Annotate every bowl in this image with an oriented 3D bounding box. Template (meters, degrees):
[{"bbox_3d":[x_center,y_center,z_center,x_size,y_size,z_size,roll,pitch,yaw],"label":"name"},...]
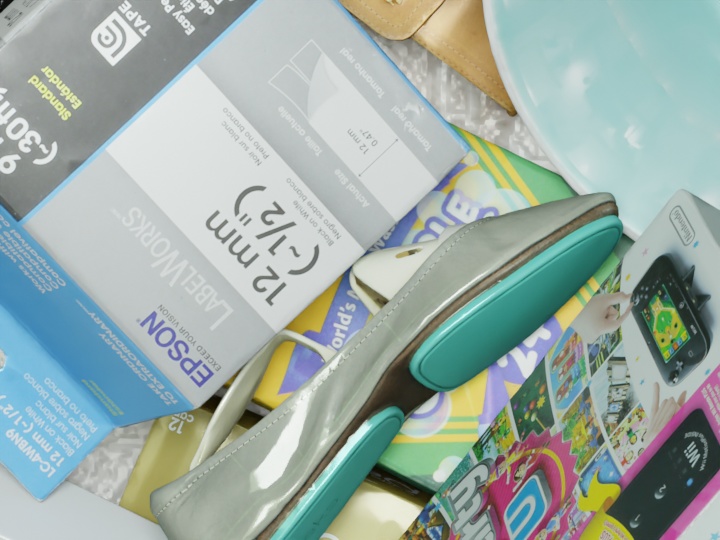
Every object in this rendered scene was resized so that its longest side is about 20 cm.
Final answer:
[{"bbox_3d":[0.154,-0.098,1.001,0.201,0.105,0.201,20,134,22],"label":"bowl"}]

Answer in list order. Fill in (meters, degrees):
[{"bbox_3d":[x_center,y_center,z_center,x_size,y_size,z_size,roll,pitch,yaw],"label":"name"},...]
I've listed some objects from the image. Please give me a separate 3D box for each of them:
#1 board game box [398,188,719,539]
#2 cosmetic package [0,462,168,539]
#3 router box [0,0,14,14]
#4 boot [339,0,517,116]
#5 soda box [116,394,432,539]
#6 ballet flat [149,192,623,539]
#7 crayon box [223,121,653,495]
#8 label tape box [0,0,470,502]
[{"bbox_3d":[0.085,0.093,0.963,0.064,0.148,0.200,30,109,-22],"label":"board game box"},{"bbox_3d":[-0.090,0.168,1.091,0.200,0.052,0.151,25,121,7],"label":"cosmetic package"},{"bbox_3d":[-0.108,-0.181,1.083,0.051,0.149,0.200,24,91,9],"label":"router box"},{"bbox_3d":[0.025,-0.168,1.108,0.201,0.071,0.144,43,94,2],"label":"boot"},{"bbox_3d":[0.008,0.112,1.105,0.200,0.068,0.064,23,92,7],"label":"soda box"},{"bbox_3d":[0.004,0.030,1.028,0.200,0.067,0.064,-45,69,1],"label":"ballet flat"},{"bbox_3d":[0.000,0.000,1.095,0.200,0.052,0.126,26,85,16],"label":"crayon box"},{"bbox_3d":[-0.083,-0.029,1.020,0.200,0.066,0.143,-44,106,-5],"label":"label tape box"}]
